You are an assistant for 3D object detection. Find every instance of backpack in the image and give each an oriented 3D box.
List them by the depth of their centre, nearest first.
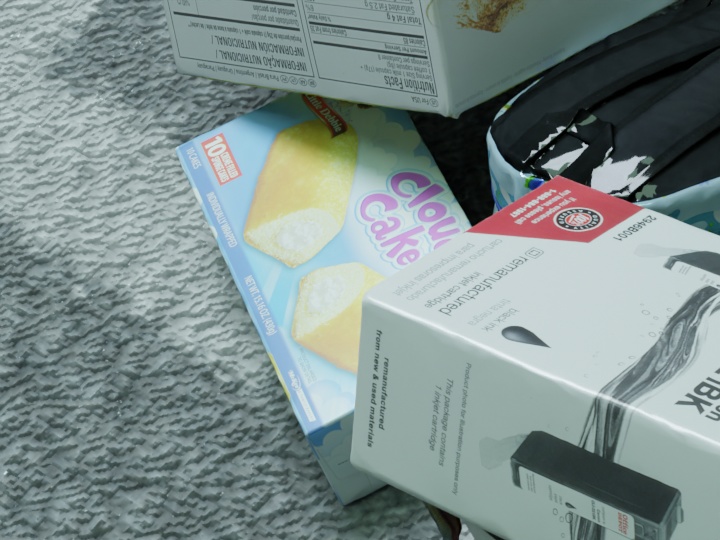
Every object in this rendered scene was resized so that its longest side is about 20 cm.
[{"bbox_3d":[0.151,-0.047,1.074,0.199,0.155,0.163,-16,39,-37],"label":"backpack"}]

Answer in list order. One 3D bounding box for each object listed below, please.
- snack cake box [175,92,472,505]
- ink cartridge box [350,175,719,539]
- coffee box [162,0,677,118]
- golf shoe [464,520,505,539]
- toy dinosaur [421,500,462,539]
[{"bbox_3d":[0.000,0.000,1.136,0.114,0.067,0.201,-27,50,-1],"label":"snack cake box"},{"bbox_3d":[0.117,0.051,0.913,0.199,0.084,0.144,23,34,30],"label":"ink cartridge box"},{"bbox_3d":[0.026,-0.206,1.136,0.199,0.199,0.199,-29,28,-37],"label":"coffee box"},{"bbox_3d":[0.113,0.150,0.939,0.199,0.095,0.078,33,37,18],"label":"golf shoe"},{"bbox_3d":[0.046,0.170,1.006,0.181,0.105,0.201,-28,89,-23],"label":"toy dinosaur"}]
